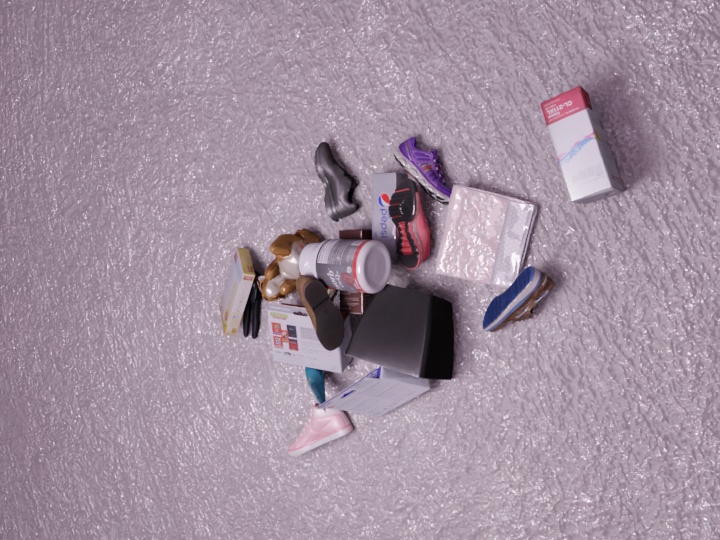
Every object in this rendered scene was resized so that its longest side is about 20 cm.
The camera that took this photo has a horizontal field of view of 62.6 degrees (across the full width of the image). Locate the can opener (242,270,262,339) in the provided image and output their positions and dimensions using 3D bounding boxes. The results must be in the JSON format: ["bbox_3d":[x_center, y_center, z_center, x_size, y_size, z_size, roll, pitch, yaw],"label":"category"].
[{"bbox_3d":[-0.306,0.097,1.663,0.063,0.078,0.203,19,111,20],"label":"can opener"}]

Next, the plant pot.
[{"bbox_3d":[0.110,0.136,1.351,0.198,0.199,0.180,13,87,29],"label":"plant pot"}]

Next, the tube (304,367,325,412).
[{"bbox_3d":[-0.111,0.282,1.485,0.050,0.200,0.078,-33,103,0],"label":"tube"}]

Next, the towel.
[{"bbox_3d":[0.273,-0.070,1.301,0.188,0.032,0.203,14,100,14],"label":"towel"}]

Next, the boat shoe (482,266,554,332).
[{"bbox_3d":[0.336,0.077,1.266,0.072,0.073,0.201,23,136,-12],"label":"boat shoe"}]

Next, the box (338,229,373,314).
[{"bbox_3d":[0.000,0.000,1.452,0.074,0.100,0.204,3,94,30],"label":"box"}]

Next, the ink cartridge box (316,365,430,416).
[{"bbox_3d":[0.027,0.280,1.379,0.199,0.198,0.041,-39,47,39],"label":"ink cartridge box"}]

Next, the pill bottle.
[{"bbox_3d":[-0.038,-0.013,1.344,0.198,0.115,0.118,4,95,40],"label":"pill bottle"}]

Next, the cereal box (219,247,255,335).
[{"bbox_3d":[-0.343,0.057,1.640,0.202,0.039,0.144,-67,28,24],"label":"cereal box"}]

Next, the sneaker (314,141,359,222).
[{"bbox_3d":[-0.056,-0.230,1.497,0.090,0.076,0.203,-15,92,20],"label":"sneaker"}]

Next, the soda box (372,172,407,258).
[{"bbox_3d":[0.071,-0.131,1.423,0.067,0.063,0.204,2,93,31],"label":"soda box"}]

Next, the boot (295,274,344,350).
[{"bbox_3d":[-0.094,0.096,1.378,0.075,0.073,0.202,28,144,54],"label":"boot"}]

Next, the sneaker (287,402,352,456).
[{"bbox_3d":[-0.121,0.410,1.562,0.199,0.075,0.106,-29,83,21],"label":"sneaker"}]

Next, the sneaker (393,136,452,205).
[{"bbox_3d":[0.161,-0.230,1.361,0.083,0.081,0.200,-43,77,7],"label":"sneaker"}]

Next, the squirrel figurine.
[{"bbox_3d":[-0.184,-0.009,1.535,0.140,0.201,0.187,30,129,-9],"label":"squirrel figurine"}]

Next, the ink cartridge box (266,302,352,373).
[{"bbox_3d":[-0.127,0.150,1.498,0.197,0.084,0.178,7,119,21],"label":"ink cartridge box"}]

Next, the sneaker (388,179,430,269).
[{"bbox_3d":[0.120,-0.110,1.371,0.073,0.086,0.204,2,102,37],"label":"sneaker"}]

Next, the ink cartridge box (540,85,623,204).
[{"bbox_3d":[0.434,-0.237,1.155,0.082,0.145,0.203,-18,83,31],"label":"ink cartridge box"}]

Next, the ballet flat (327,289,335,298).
[{"bbox_3d":[-0.109,0.069,1.541,0.069,0.069,0.202,32,109,25],"label":"ballet flat"}]
